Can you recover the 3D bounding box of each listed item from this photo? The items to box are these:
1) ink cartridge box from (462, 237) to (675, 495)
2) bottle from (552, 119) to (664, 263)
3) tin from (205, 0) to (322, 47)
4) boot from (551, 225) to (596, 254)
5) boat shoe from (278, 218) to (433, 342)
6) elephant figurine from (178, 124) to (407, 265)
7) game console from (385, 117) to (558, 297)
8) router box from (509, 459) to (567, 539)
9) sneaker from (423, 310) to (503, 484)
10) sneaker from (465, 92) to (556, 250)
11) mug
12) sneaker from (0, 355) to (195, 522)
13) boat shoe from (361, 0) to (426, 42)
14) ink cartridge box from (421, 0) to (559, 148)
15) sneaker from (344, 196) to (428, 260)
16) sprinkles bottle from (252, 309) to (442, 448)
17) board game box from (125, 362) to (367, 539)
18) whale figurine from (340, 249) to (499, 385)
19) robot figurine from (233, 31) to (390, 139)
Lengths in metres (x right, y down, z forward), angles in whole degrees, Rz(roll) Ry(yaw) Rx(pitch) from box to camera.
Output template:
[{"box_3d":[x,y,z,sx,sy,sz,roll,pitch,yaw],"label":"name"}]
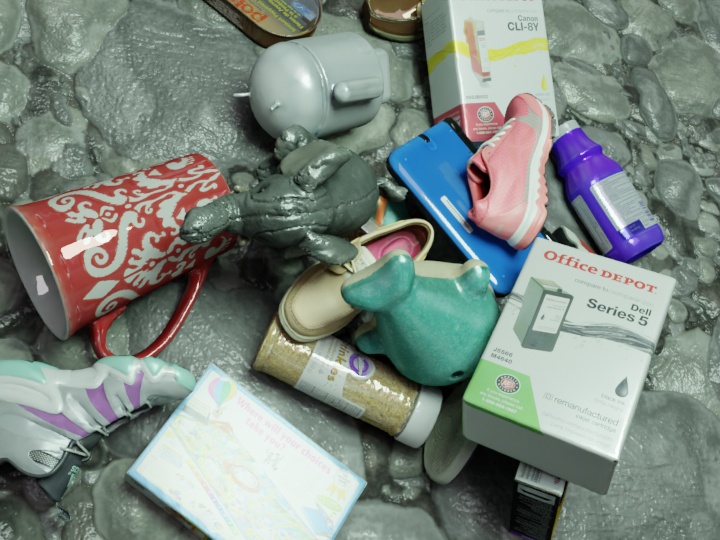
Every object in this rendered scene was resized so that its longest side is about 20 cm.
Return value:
[{"box_3d":[0.199,0.084,0.775,0.143,0.085,0.202,18,59,21],"label":"ink cartridge box"},{"box_3d":[0.318,-0.105,1.077,0.082,0.065,0.202,-22,75,-28],"label":"bottle"},{"box_3d":[-0.140,-0.365,1.051,0.199,0.042,0.112,40,55,1],"label":"tin"},{"box_3d":[0.289,0.030,0.958,0.143,0.073,0.201,34,23,-5],"label":"boot"},{"box_3d":[0.000,0.000,0.841,0.199,0.069,0.074,-37,87,-33],"label":"boat shoe"},{"box_3d":[-0.057,-0.060,0.788,0.142,0.155,0.200,46,14,-7],"label":"elephant figurine"},{"box_3d":[0.124,-0.062,0.949,0.170,0.119,0.201,-34,80,-34],"label":"game console"},{"box_3d":[0.209,0.168,0.859,0.050,0.150,0.202,15,58,18],"label":"router box"},{"box_3d":[0.145,0.149,0.880,0.084,0.075,0.202,36,81,-30],"label":"sneaker"},{"box_3d":[0.158,-0.123,0.881,0.085,0.074,0.203,17,57,-13],"label":"sneaker"},{"box_3d":[-0.231,-0.017,0.824,0.198,0.180,0.133,-28,41,-33],"label":"mug"},{"box_3d":[-0.250,0.155,0.742,0.196,0.078,0.143,-3,70,-2],"label":"sneaker"},{"box_3d":[0.099,-0.368,1.117,0.196,0.074,0.077,-9,69,-24],"label":"boat shoe"},{"box_3d":[0.166,-0.261,1.051,0.142,0.083,0.204,-7,88,-21],"label":"ink cartridge box"},{"box_3d":[0.004,-0.079,0.952,0.200,0.071,0.080,48,58,-3],"label":"sneaker"},{"box_3d":[-0.013,0.114,0.852,0.197,0.068,0.069,27,59,-6],"label":"sprinkles bottle"},{"box_3d":[-0.109,0.206,0.793,0.199,0.034,0.135,37,59,0],"label":"board game box"},{"box_3d":[0.063,0.049,0.794,0.199,0.157,0.105,33,32,-54],"label":"whale figurine"},{"box_3d":[-0.051,-0.216,0.957,0.198,0.168,0.115,-24,114,-40],"label":"robot figurine"}]
